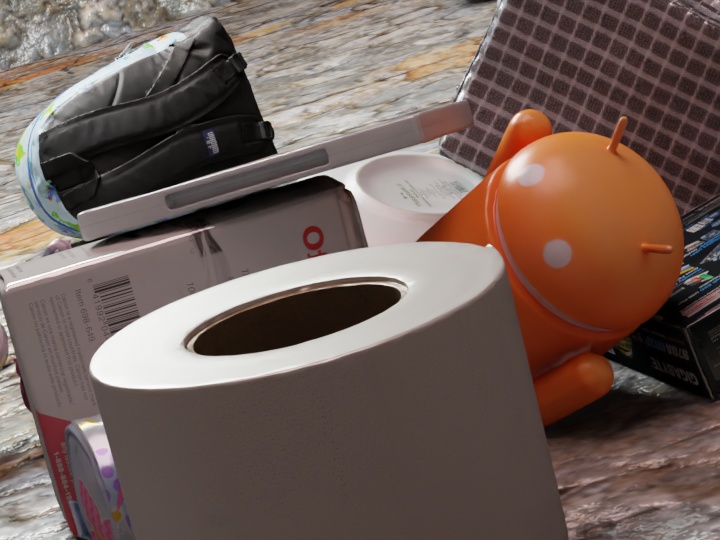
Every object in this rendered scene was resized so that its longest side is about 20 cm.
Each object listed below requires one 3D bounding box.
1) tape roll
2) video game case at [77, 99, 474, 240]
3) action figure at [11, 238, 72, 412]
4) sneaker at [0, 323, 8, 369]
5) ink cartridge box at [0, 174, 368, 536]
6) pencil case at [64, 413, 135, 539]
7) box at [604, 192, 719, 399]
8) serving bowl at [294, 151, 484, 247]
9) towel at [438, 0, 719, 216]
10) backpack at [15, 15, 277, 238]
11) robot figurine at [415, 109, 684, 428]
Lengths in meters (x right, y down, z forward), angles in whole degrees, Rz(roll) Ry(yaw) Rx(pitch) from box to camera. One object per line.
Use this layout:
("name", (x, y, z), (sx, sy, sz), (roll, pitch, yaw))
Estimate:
("tape roll", (-0.014, 0.083, 1.180), (0.202, 0.140, 0.203), (-13, 13, 3))
("video game case", (-0.044, -0.057, 1.417), (0.199, 0.018, 0.143), (-15, 3, 15))
("action figure", (-0.156, 0.068, 1.561), (0.200, 0.134, 0.150), (-19, 50, 51))
("sneaker", (-0.305, 0.093, 1.598), (0.199, 0.076, 0.076), (-28, -17, 4))
("ink cartridge box", (-0.088, 0.044, 1.405), (0.199, 0.146, 0.085), (-16, 10, -10))
("pencil case", (-0.055, 0.089, 1.324), (0.199, 0.084, 0.091), (-18, -4, -18))
("box", (0.234, -0.009, 1.424), (0.199, 0.046, 0.159), (-30, 17, -13))
("serving bowl", (0.036, -0.025, 1.581), (0.199, 0.066, 0.200), (5, 27, -3))
("towel", (0.158, -0.106, 1.558), (0.199, 0.166, 0.086), (27, 25, 11))
("backpack", (-0.192, -0.103, 2.145), (0.200, 0.164, 0.153), (-32, 13, -35))
("robot figurine", (0.095, -0.001, 1.369), (0.200, 0.116, 0.144), (-41, 14, 46))
